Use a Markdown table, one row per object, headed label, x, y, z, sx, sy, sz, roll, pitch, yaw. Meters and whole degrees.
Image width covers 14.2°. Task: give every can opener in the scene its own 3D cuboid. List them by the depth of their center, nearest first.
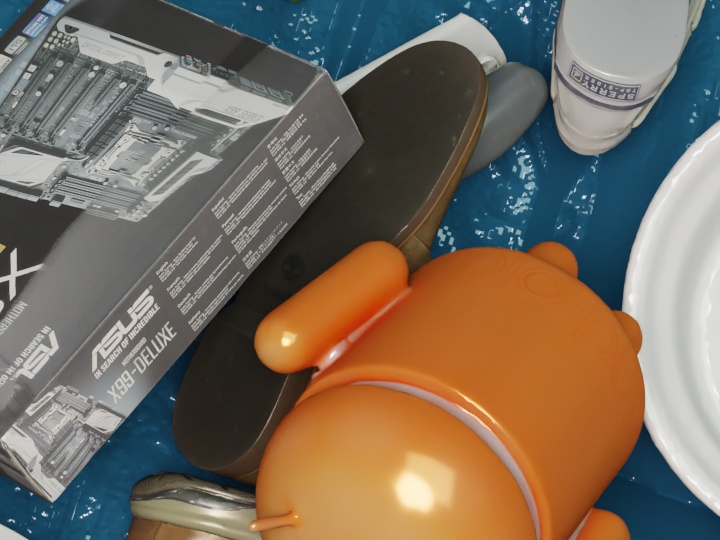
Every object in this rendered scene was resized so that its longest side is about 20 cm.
| label | x | y | z | sx | sy | sz | roll | pitch | yaw |
| --- | --- | --- | --- | --- | --- | --- | --- | --- | --- |
| can opener | -0.014 | -0.043 | 1.216 | 0.200 | 0.067 | 0.053 | -30 | 115 | -16 |

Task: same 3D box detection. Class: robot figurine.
| label | x | y | z | sx | sy | sz | roll | pitch | yaw |
| --- | --- | --- | --- | --- | --- | --- | --- | --- | --- |
| robot figurine | 0.033 | 0.067 | 1.104 | 0.117 | 0.144 | 0.200 | 5 | 33 | 30 |

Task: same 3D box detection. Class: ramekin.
| label | x | y | z | sx | sy | sz | roll | pitch | yaw |
| --- | --- | --- | --- | --- | --- | --- | --- | --- | --- |
| ramekin | 0.213 | 0.023 | 1.195 | 0.200 | 0.098 | 0.201 | -1 | 84 | 12 |

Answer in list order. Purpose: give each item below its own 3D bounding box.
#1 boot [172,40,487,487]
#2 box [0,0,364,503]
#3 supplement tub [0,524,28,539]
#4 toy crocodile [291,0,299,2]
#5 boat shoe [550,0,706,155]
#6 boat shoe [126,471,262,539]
| label | x | y | z | sx | sy | sz | roll | pitch | yaw |
| --- | --- | --- | --- | --- | --- | --- | --- | --- | --- |
| boot | 0.000 | 0.000 | 1.188 | 0.074 | 0.075 | 0.200 | 32 | 93 | 42 |
| box | -0.121 | -0.020 | 1.164 | 0.158 | 0.050 | 0.200 | 26 | 67 | 39 |
| supplement tub | -0.203 | 0.185 | 1.084 | 0.145 | 0.145 | 0.200 | 22 | 72 | -3 |
| toy crocodile | 0.021 | -0.191 | 1.272 | 0.200 | 0.062 | 0.068 | -40 | 84 | -18 |
| boat shoe | 0.124 | -0.133 | 1.271 | 0.072 | 0.066 | 0.200 | 16 | 51 | -1 |
| boat shoe | -0.004 | 0.142 | 1.173 | 0.200 | 0.076 | 0.074 | 17 | 82 | -2 |
